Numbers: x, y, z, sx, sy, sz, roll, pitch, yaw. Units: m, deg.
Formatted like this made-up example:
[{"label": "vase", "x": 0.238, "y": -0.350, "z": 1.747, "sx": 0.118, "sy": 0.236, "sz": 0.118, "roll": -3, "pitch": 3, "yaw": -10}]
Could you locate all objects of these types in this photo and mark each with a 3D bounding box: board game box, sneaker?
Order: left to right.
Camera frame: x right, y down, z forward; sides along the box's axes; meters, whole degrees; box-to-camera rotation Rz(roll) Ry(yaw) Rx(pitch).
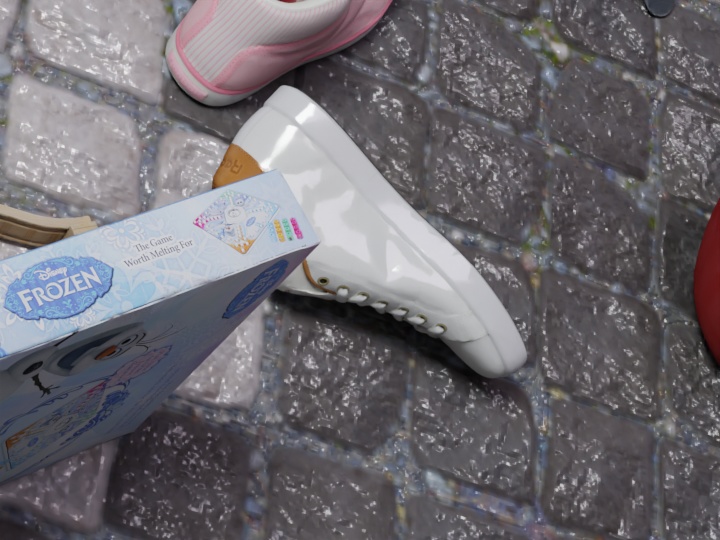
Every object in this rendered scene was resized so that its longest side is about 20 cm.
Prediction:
[{"label": "board game box", "x": -0.143, "y": 0.045, "z": 0.934, "sx": 0.199, "sy": 0.200, "sz": 0.043, "roll": -20, "pitch": 74, "yaw": -40}, {"label": "sneaker", "x": -0.019, "y": -0.170, "z": 1.211, "sx": 0.075, "sy": 0.105, "sz": 0.200, "roll": 47, "pitch": 47, "yaw": 2}, {"label": "sneaker", "x": 0.000, "y": 0.000, "z": 1.160, "sx": 0.200, "sy": 0.073, "sz": 0.085, "roll": 45, "pitch": 79, "yaw": -11}]

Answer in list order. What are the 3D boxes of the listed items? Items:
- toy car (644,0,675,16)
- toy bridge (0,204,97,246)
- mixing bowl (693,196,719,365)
[{"label": "toy car", "x": 0.180, "y": -0.275, "z": 1.416, "sx": 0.164, "sy": 0.157, "sz": 0.200, "roll": -46, "pitch": 121, "yaw": -38}, {"label": "toy bridge", "x": -0.215, "y": -0.004, "z": 1.032, "sx": 0.200, "sy": 0.027, "sz": 0.067, "roll": -12, "pitch": 68, "yaw": -38}, {"label": "mixing bowl", "x": 0.272, "y": 0.014, "z": 1.291, "sx": 0.200, "sy": 0.108, "sz": 0.201, "roll": 17, "pitch": 55, "yaw": -26}]
